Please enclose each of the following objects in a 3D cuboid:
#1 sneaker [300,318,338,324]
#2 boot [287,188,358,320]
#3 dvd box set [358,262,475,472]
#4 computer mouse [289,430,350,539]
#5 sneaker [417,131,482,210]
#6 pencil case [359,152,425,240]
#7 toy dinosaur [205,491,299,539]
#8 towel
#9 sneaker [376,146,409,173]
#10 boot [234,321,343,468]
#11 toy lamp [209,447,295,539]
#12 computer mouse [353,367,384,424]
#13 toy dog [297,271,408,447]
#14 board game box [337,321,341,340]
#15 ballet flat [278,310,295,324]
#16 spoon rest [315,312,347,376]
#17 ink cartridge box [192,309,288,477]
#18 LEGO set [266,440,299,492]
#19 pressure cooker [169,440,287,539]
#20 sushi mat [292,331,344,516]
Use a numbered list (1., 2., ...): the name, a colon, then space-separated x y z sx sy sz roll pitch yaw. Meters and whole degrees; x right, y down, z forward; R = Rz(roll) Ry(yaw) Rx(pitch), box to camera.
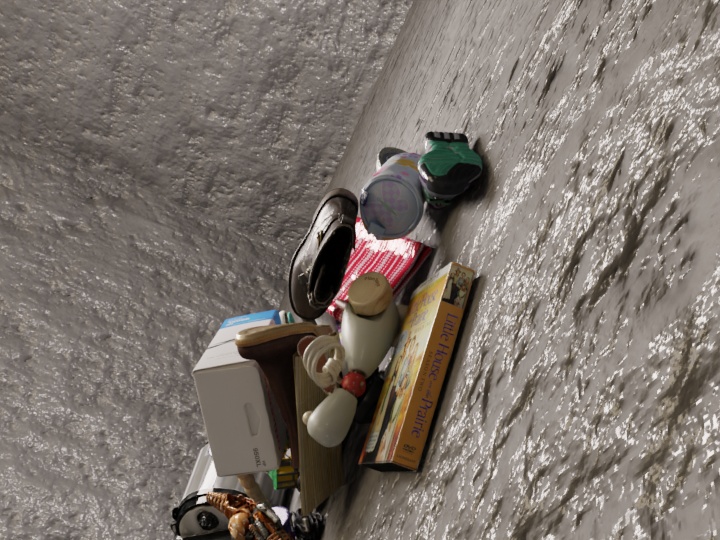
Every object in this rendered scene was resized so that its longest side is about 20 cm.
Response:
1. sneaker: -0.023 0.043 1.235 0.199 0.074 0.088 -33 28 31
2. boot: -0.049 0.001 0.997 0.174 0.069 0.202 -90 17 -67
3. dvd box set: 0.055 0.102 0.835 0.146 0.029 0.202 134 156 -72
4. computer mouse: -0.062 0.265 1.126 0.139 0.052 0.202 132 158 -72
5. sneaker: 0.105 -0.103 0.987 0.200 0.074 0.088 -72 -13 -66
6. pencil case: 0.052 -0.103 1.118 0.200 0.082 0.091 -61 -13 -70
7. toy dinosaur: -0.136 0.353 1.094 0.200 0.101 0.137 -133 42 -56
8. towel: 0.000 0.000 1.114 0.145 0.022 0.200 -52 30 -6
9. sneaker: 0.048 -0.135 1.394 0.201 0.074 0.087 -75 6 -45
10. boot: -0.074 0.147 0.966 0.200 0.072 0.168 9 -105 -63
11. toy lamp: -0.145 0.316 1.161 0.058 0.058 0.201 -81 -27 -59
12. computer mouse: 0.013 0.152 1.012 0.059 0.034 0.200 -54 2 3
13. toy dog: -0.020 0.089 0.916 0.200 0.096 0.133 -42 -55 -41
14. board game box: -0.038 0.109 1.257 0.119 0.032 0.200 -27 17 8
15. ballet flat: -0.112 0.147 1.352 0.070 0.069 0.201 -76 -29 -46
16. spoon rest: -0.053 0.123 1.134 0.099 0.061 0.201 -24 42 21
17. ink cartridge box: -0.144 0.154 1.076 0.200 0.083 0.146 -80 -20 -76
18. LEGO set: -0.090 0.254 1.269 0.200 0.115 0.155 149 118 -71
19. pressure cooker: -0.219 0.399 1.393 0.177 0.177 0.201 -60 10 33
20. sushi mat: -0.047 0.177 0.964 0.095 0.012 0.202 -26 -62 -57
